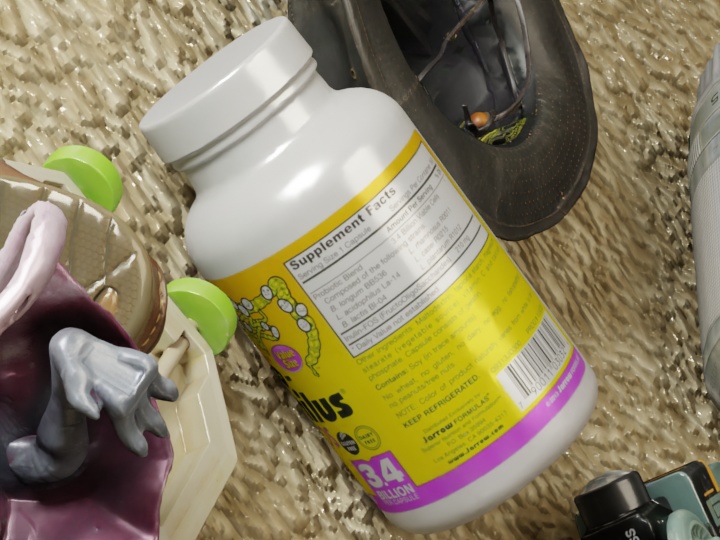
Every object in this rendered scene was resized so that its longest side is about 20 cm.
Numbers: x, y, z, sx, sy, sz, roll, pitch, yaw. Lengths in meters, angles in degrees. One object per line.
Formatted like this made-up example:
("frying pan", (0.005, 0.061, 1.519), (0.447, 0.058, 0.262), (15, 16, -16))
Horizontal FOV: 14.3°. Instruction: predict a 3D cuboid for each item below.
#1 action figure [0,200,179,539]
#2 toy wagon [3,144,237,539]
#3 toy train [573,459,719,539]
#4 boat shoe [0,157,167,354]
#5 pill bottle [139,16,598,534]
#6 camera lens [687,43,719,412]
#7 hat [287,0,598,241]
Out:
("action figure", (-0.153, 0.058, 0.831), (0.134, 0.200, 0.149), (-54, 137, -29))
("toy wagon", (-0.122, 0.017, 1.029), (0.200, 0.040, 0.155), (50, 35, -16))
("toy train", (0.155, 0.175, 1.255), (0.200, 0.085, 0.114), (64, 24, 3))
("boat shoe", (-0.153, -0.018, 0.936), (0.200, 0.072, 0.068), (26, -5, 12))
("pill bottle", (0.000, 0.000, 1.145), (0.200, 0.104, 0.104), (53, 34, -12))
("camera lens", (0.246, -0.015, 1.434), (0.160, 0.160, 0.200), (33, 43, -37))
("hat", (0.020, -0.100, 1.268), (0.201, 0.081, 0.201), (27, 55, -46))
